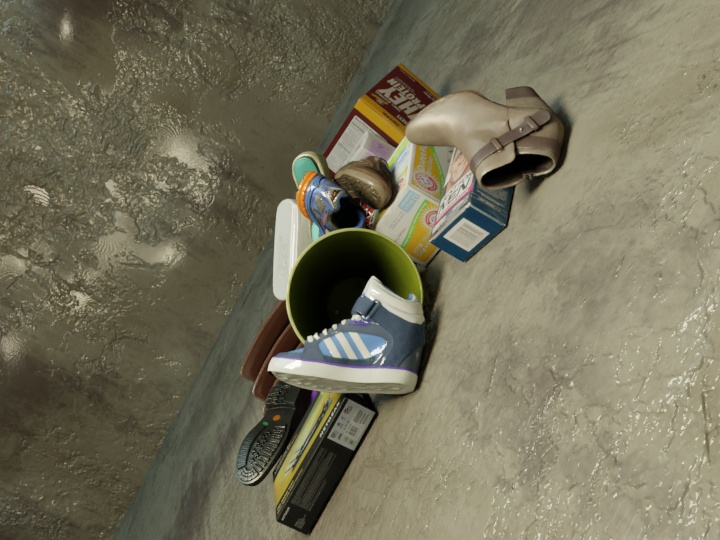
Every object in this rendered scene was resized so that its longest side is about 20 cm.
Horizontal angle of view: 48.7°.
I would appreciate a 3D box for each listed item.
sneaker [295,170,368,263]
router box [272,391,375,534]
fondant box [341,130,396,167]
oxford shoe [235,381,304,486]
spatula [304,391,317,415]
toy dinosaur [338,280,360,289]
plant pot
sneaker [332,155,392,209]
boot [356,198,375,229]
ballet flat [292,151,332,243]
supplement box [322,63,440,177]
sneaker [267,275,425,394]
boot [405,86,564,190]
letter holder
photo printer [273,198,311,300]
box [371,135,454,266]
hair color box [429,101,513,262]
[{"bbox_3d":[-0.023,-0.065,1.173,0.078,0.200,0.076,22,75,35],"label":"sneaker"},{"bbox_3d":[-0.058,0.253,1.154,0.201,0.052,0.157,-61,12,5],"label":"router box"},{"bbox_3d":[0.019,-0.135,1.445,0.200,0.144,0.058,-51,15,40],"label":"fondant box"},{"bbox_3d":[-0.133,0.274,1.279,0.200,0.072,0.085,-59,-37,-45],"label":"oxford shoe"},{"bbox_3d":[-0.041,0.176,1.310,0.201,0.020,0.056,-59,31,1],"label":"spatula"},{"bbox_3d":[0.000,0.000,1.311,0.058,0.101,0.202,-7,80,47],"label":"toy dinosaur"},{"bbox_3d":[-0.010,0.045,1.169,0.188,0.186,0.200,-63,-2,-6],"label":"plant pot"},{"bbox_3d":[0.014,-0.147,1.212,0.075,0.071,0.200,-43,21,-7],"label":"sneaker"},{"bbox_3d":[0.022,-0.067,1.302,0.073,0.144,0.201,-50,19,34],"label":"boot"},{"bbox_3d":[-0.054,-0.093,1.271,0.069,0.069,0.202,-165,60,-77],"label":"ballet flat"},{"bbox_3d":[0.041,-0.252,1.526,0.200,0.133,0.197,-50,1,41],"label":"supplement box"},{"bbox_3d":[-0.014,0.079,1.037,0.081,0.198,0.148,68,-153,-64],"label":"sneaker"},{"bbox_3d":[0.149,-0.157,0.981,0.199,0.070,0.147,-16,45,20],"label":"boot"},{"bbox_3d":[-0.117,0.155,1.384,0.201,0.141,0.101,-57,14,19],"label":"letter holder"},{"bbox_3d":[-0.052,-0.028,1.356,0.069,0.199,0.168,-1,86,49],"label":"photo printer"},{"bbox_3d":[0.093,-0.121,1.230,0.113,0.101,0.201,-53,16,35],"label":"box"},{"bbox_3d":[0.159,-0.121,1.071,0.100,0.060,0.201,-45,21,50],"label":"hair color box"}]
